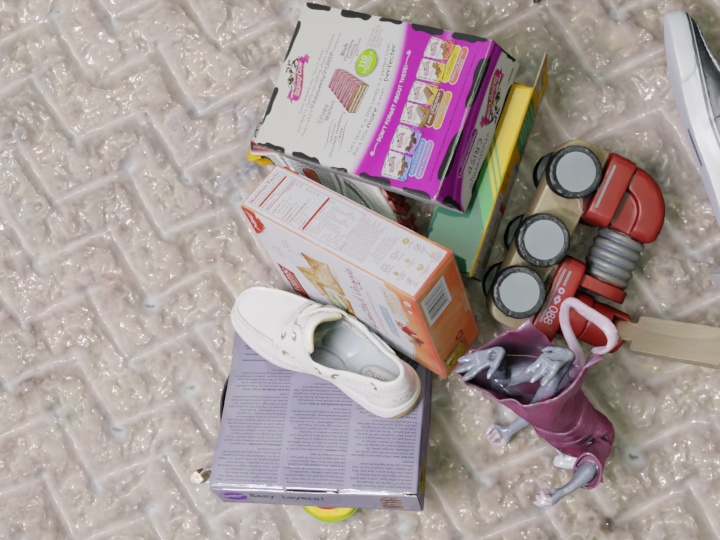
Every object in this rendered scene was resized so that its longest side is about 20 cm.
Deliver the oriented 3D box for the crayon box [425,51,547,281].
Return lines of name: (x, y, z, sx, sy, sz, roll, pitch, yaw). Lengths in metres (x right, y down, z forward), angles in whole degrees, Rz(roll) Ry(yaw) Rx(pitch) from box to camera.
crayon box: (0.113, -0.094, 0.933, 0.051, 0.126, 0.201, 19, 91, 11)

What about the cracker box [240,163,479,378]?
cracker box: (0.000, 0.000, 0.908, 0.200, 0.134, 0.058, 29, 70, 32)

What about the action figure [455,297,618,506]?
action figure: (0.173, 0.117, 0.905, 0.149, 0.200, 0.134, -46, 38, 2)

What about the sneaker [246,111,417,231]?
sneaker: (-0.026, -0.080, 0.991, 0.200, 0.078, 0.082, 42, 100, 19)

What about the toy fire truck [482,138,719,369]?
toy fire truck: (0.230, -0.002, 0.919, 0.199, 0.129, 0.177, 25, 92, -1)

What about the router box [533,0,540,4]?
router box: (0.197, -0.372, 0.958, 0.200, 0.062, 0.150, -38, 83, 7)

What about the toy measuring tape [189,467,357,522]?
toy measuring tape: (-0.063, 0.208, 0.986, 0.199, 0.074, 0.074, -11, 86, 10)

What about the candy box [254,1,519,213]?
candy box: (0.019, -0.142, 0.886, 0.199, 0.061, 0.137, 21, 91, 33)

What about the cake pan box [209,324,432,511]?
cake pan box: (-0.034, 0.123, 0.953, 0.199, 0.052, 0.185, -1, 58, 10)

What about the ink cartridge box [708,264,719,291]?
ink cartridge box: (0.419, 0.040, 0.861, 0.147, 0.145, 0.200, -36, 83, 7)

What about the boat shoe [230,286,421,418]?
boat shoe: (-0.035, 0.058, 0.922, 0.199, 0.069, 0.071, 24, 67, 22)

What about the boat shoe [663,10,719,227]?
boat shoe: (0.325, -0.140, 0.922, 0.067, 0.072, 0.201, -18, 87, 11)
